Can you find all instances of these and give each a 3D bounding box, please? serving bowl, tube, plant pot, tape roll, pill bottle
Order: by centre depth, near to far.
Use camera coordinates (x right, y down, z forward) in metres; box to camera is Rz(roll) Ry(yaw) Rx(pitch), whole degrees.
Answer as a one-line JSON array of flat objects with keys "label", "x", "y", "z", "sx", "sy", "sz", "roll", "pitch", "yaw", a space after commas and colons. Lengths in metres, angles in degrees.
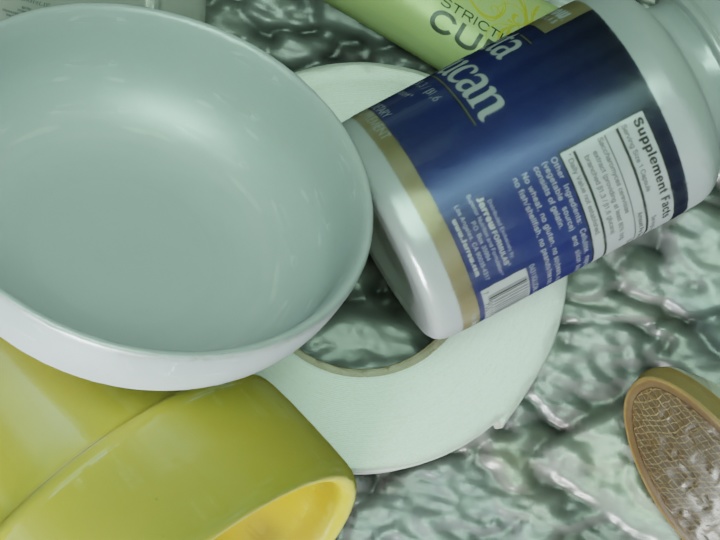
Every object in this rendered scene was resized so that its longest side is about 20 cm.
[{"label": "serving bowl", "x": -0.098, "y": -0.023, "z": 1.088, "sx": 0.200, "sy": 0.066, "sz": 0.200, "roll": 10, "pitch": 48, "yaw": -12}, {"label": "plant pot", "x": -0.136, "y": 0.091, "z": 1.137, "sx": 0.201, "sy": 0.201, "sz": 0.189, "roll": -40, "pitch": 74, "yaw": -7}, {"label": "pill bottle", "x": 0.095, "y": -0.061, "z": 1.165, "sx": 0.200, "sy": 0.111, "sz": 0.111, "roll": -28, "pitch": 87, "yaw": -7}, {"label": "tape roll", "x": 0.000, "y": 0.000, "z": 1.226, "sx": 0.203, "sy": 0.037, "sz": 0.203, "roll": 0, "pitch": 83, "yaw": -4}, {"label": "tube", "x": 0.051, "y": -0.124, "z": 1.238, "sx": 0.200, "sy": 0.052, "sz": 0.058, "roll": 30, "pitch": 105, "yaw": -4}]

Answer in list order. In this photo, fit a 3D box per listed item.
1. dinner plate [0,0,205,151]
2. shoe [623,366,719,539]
[{"label": "dinner plate", "x": -0.155, "y": -0.120, "z": 1.135, "sx": 0.200, "sy": 0.024, "sz": 0.200, "roll": -5, "pitch": 100, "yaw": -29}, {"label": "shoe", "x": 0.205, "y": 0.123, "z": 1.223, "sx": 0.200, "sy": 0.070, "sz": 0.053, "roll": 49, "pitch": 40, "yaw": 6}]
